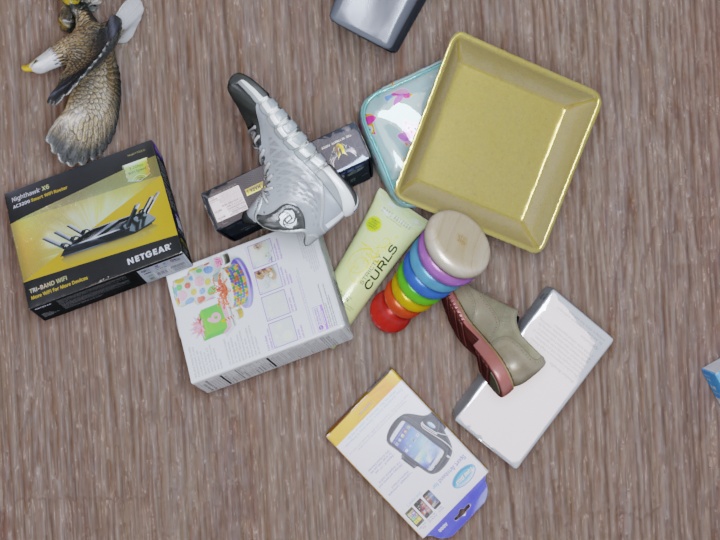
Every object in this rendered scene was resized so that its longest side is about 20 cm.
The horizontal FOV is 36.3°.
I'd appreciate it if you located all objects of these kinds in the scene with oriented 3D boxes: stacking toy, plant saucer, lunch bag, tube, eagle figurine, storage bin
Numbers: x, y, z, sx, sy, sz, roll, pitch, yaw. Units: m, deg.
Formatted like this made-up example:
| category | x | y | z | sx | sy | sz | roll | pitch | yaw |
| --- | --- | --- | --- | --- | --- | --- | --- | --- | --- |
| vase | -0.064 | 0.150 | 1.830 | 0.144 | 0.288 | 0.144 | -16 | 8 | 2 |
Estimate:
| category | x | y | z | sx | sy | sz | roll | pitch | yaw |
| --- | --- | --- | --- | --- | --- | --- | --- | --- | --- |
| stacking toy | 0.070 | 0.016 | 1.306 | 0.084 | 0.200 | 0.087 | 16 | 52 | -21 |
| plant saucer | 0.157 | -0.149 | 1.291 | 0.197 | 0.048 | 0.203 | 20 | 96 | -12 |
| lunch bag | 0.107 | -0.170 | 1.348 | 0.197 | 0.077 | 0.163 | -23 | 89 | -2 |
| tube | 0.000 | 0.000 | 1.368 | 0.058 | 0.052 | 0.201 | 39 | 83 | -38 |
| eagle figurine | -0.331 | -0.246 | 1.311 | 0.150 | 0.151 | 0.202 | -33 | 62 | 23 |
| storage bin | 0.024 | -0.341 | 1.299 | 0.144 | 0.200 | 0.136 | 27 | 100 | 0 |

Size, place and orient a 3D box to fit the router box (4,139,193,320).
| category | x | y | z | sx | sy | sz | roll | pitch | yaw |
| --- | --- | --- | --- | --- | --- | --- | --- | --- | --- |
| router box | -0.319 | -0.049 | 1.339 | 0.197 | 0.052 | 0.159 | -20 | 70 | 0 |

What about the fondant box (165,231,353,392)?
| category | x | y | z | sx | sy | sz | roll | pitch | yaw |
| --- | --- | --- | --- | --- | --- | --- | --- | --- | --- |
| fondant box | -0.123 | 0.043 | 1.330 | 0.197 | 0.058 | 0.146 | -20 | 69 | 5 |

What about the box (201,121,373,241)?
| category | x | y | z | sx | sy | sz | roll | pitch | yaw |
| --- | --- | --- | --- | --- | --- | --- | --- | --- | --- |
| box | -0.082 | -0.102 | 1.310 | 0.197 | 0.158 | 0.052 | -24 | 87 | -1 |

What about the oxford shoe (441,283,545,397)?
| category | x | y | z | sx | sy | sz | roll | pitch | yaw |
| --- | --- | --- | --- | --- | --- | --- | --- | --- | --- |
| oxford shoe | 0.153 | 0.061 | 1.325 | 0.074 | 0.071 | 0.201 | -25 | 55 | -6 |

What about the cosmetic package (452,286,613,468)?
| category | x | y | z | sx | sy | sz | roll | pitch | yaw |
| --- | --- | --- | --- | --- | --- | --- | --- | --- | --- |
| cosmetic package | 0.210 | 0.130 | 1.356 | 0.101 | 0.074 | 0.201 | 39 | 92 | 0 |

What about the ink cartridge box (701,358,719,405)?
| category | x | y | z | sx | sy | sz | roll | pitch | yaw |
| --- | --- | --- | --- | --- | --- | --- | --- | --- | --- |
| ink cartridge box | 0.524 | 0.186 | 1.357 | 0.115 | 0.067 | 0.202 | -28 | 90 | 0 |

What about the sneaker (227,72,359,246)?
| category | x | y | z | sx | sy | sz | roll | pitch | yaw |
| --- | --- | --- | --- | --- | --- | --- | --- | --- | --- |
| sneaker | -0.103 | -0.110 | 1.198 | 0.115 | 0.075 | 0.200 | -42 | 88 | 2 |

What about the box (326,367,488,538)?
| category | x | y | z | sx | sy | sz | roll | pitch | yaw |
| --- | --- | --- | --- | --- | --- | --- | --- | --- | --- |
| box | 0.066 | 0.235 | 1.373 | 0.119 | 0.041 | 0.200 | -43 | 93 | 0 |
